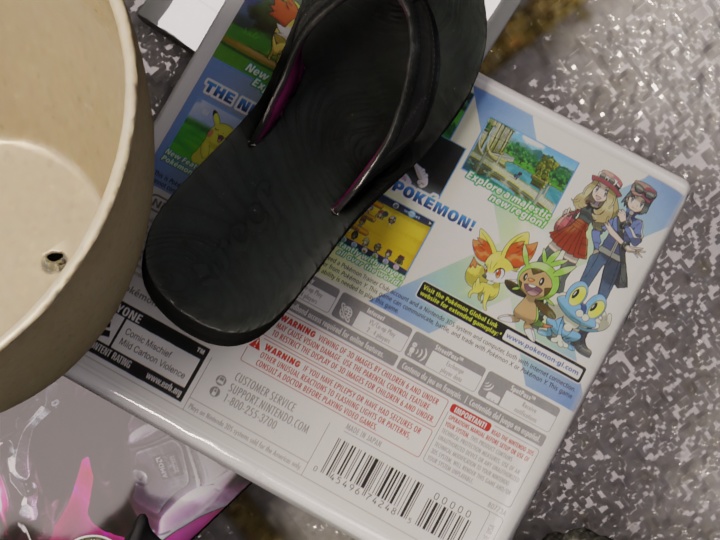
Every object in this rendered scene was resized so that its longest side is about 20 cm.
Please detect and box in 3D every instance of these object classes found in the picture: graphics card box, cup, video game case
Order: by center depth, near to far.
[{"bbox_3d":[-0.154,-0.024,0.716,0.198,0.143,0.202,-4,69,10],"label":"cup"},{"bbox_3d":[0.000,0.000,0.785,0.199,0.022,0.183,28,78,8],"label":"video game case"},{"bbox_3d":[-0.138,0.090,0.823,0.200,0.051,0.126,-43,95,-4],"label":"graphics card box"}]

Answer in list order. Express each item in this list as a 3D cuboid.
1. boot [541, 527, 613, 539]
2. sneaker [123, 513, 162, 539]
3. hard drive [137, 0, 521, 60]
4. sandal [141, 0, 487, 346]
[{"bbox_3d":[0.137,0.132,0.809,0.158,0.079,0.212,40,88,-32],"label":"boot"},{"bbox_3d":[-0.058,0.126,0.752,0.198,0.072,0.084,-13,80,-22],"label":"sneaker"},{"bbox_3d":[0.016,-0.154,0.843,0.131,0.026,0.201,33,89,-6],"label":"hard drive"},{"bbox_3d":[-0.007,-0.059,0.750,0.075,0.048,0.201,31,63,0],"label":"sandal"}]
